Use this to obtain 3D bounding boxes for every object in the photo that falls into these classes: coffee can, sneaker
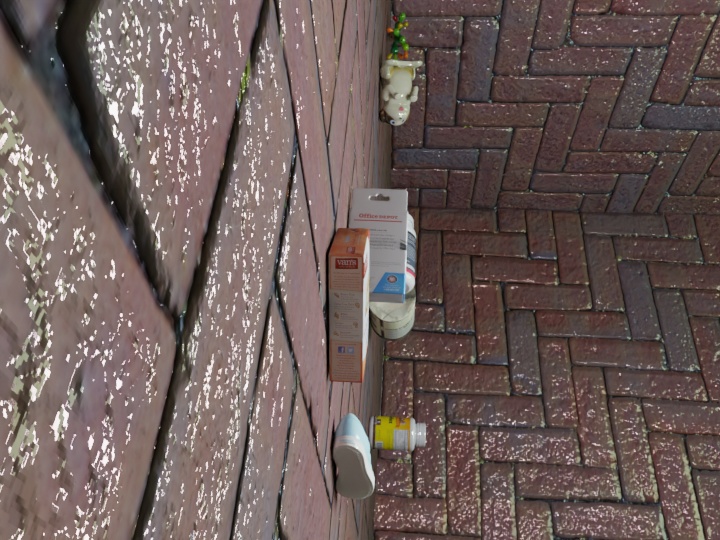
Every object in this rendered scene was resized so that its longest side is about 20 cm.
[{"bbox_3d":[0.095,0.114,1.995,0.201,0.142,0.150,81,11,-68],"label":"coffee can"},{"bbox_3d":[-0.008,0.327,1.156,0.083,0.072,0.203,-79,172,-45],"label":"sneaker"}]

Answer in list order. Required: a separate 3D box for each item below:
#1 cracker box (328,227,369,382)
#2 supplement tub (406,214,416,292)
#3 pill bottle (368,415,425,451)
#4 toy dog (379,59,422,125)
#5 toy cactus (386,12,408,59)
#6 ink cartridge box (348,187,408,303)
[{"bbox_3d":[-0.016,0.050,1.019,0.134,0.056,0.206,-78,169,-70],"label":"cracker box"},{"bbox_3d":[0.083,-0.047,1.798,0.141,0.136,0.205,83,10,-65],"label":"supplement tub"},{"bbox_3d":[0.127,0.563,2.274,0.109,0.194,0.113,2,90,-86],"label":"pill bottle"},{"bbox_3d":[0.114,-0.594,2.217,0.192,0.136,0.206,13,-74,57],"label":"toy dog"},{"bbox_3d":[0.139,-0.938,2.671,0.166,0.099,0.205,-119,-157,-60],"label":"toy cactus"},{"bbox_3d":[0.032,-0.048,1.246,0.068,0.112,0.206,81,13,-72],"label":"ink cartridge box"}]
